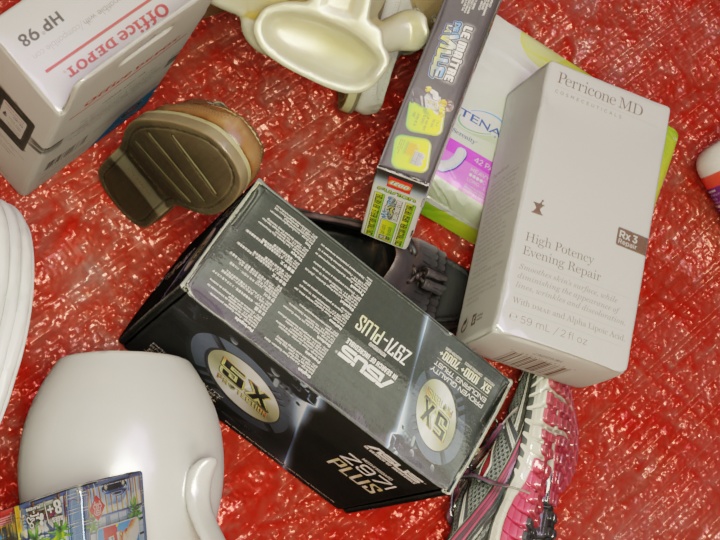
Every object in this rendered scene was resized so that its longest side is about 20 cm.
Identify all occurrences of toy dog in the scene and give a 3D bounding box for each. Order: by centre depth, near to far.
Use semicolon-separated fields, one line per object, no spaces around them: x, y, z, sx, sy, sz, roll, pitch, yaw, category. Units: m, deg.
-0.036;-0.197;0.848;0.193;0.200;0.140;7;104;6;toy dog

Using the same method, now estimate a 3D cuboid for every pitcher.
-0.121;0.149;0.769;0.121;0.171;0.201;17;68;-53;pitcher

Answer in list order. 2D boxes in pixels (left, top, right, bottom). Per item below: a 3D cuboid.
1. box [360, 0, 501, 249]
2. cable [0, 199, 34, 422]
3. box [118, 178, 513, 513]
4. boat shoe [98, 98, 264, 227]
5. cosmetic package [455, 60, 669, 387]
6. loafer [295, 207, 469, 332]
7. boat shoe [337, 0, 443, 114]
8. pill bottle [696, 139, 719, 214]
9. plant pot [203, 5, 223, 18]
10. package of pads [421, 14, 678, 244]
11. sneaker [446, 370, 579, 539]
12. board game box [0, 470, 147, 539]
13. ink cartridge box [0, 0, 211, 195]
0.055;-0.125;0.880;0.035;0.110;0.200;21;69;2;box
-0.244;0.050;0.724;0.069;0.200;0.201;21;63;-30;cable
-0.034;0.057;0.831;0.200;0.164;0.086;39;65;-10;box
-0.103;-0.078;0.815;0.068;0.200;0.072;-42;108;-23;boat shoe
0.139;-0.031;0.903;0.101;0.074;0.201;18;71;-15;cosmetic package
0.000;0.000;0.916;0.199;0.063;0.072;16;71;-19;loafer
0.037;-0.198;0.977;0.068;0.075;0.201;20;68;-11;boat shoe
0.358;-0.029;1.050;0.112;0.112;0.200;-27;88;-27;pill bottle
-0.132;-0.283;0.917;0.200;0.093;0.202;6;74;-23;plant pot
0.130;-0.085;0.991;0.200;0.068;0.155;29;68;-15;package of pads
0.102;0.138;0.922;0.081;0.074;0.200;61;41;-44;sneaker
-0.185;0.232;0.709;0.062;0.200;0.200;2;69;-66;board game box
-0.168;-0.130;0.801;0.116;0.200;0.067;-42;94;-26;ink cartridge box
